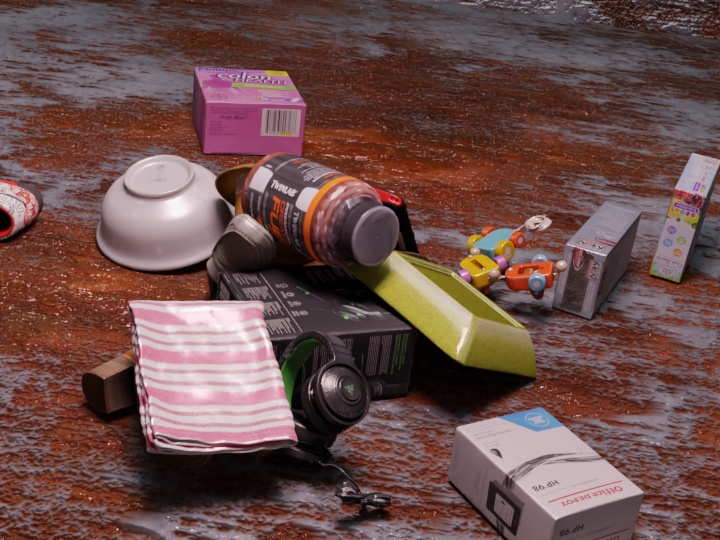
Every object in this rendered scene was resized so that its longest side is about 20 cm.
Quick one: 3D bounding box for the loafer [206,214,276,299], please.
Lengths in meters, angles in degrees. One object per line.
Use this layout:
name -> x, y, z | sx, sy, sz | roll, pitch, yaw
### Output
loafer -> -0.150, -0.010, 1.367 | 0.070, 0.200, 0.070 | 40, 68, 5

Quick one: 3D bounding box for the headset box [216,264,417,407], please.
headset box -> -0.050, 0.071, 1.302 | 0.199, 0.093, 0.174 | -4, 27, -24

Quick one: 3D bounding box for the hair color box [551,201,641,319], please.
hair color box -> 0.337, -0.018, 1.589 | 0.060, 0.099, 0.200 | 18, 27, 20

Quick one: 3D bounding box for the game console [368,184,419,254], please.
game console -> -0.006, -0.071, 1.532 | 0.176, 0.200, 0.031 | 16, 68, 19

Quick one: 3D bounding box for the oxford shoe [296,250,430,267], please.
oxford shoe -> 0.000, 0.000, 1.496 | 0.199, 0.072, 0.071 | -4, 23, -21

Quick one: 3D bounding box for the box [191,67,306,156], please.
box -> -0.203, -0.285, 1.999 | 0.175, 0.097, 0.200 | 0, 26, -15

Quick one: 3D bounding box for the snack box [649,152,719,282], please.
snack box -> 0.501, -0.084, 1.721 | 0.053, 0.143, 0.200 | 17, 26, 18

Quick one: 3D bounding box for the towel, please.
towel -> -0.149, 0.098, 1.109 | 0.146, 0.030, 0.200 | 1, 43, -20

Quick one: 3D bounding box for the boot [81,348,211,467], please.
boot -> -0.177, 0.123, 1.178 | 0.200, 0.074, 0.154 | 27, 33, 36

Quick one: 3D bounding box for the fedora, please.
fedora -> -0.108, -0.062, 1.477 | 0.200, 0.201, 0.082 | 12, 67, 9

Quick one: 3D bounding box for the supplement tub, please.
supplement tub -> -0.045, -0.067, 1.306 | 0.107, 0.107, 0.200 | -14, 26, -38

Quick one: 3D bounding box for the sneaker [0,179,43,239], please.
sneaker -> -0.549, -0.094, 1.539 | 0.200, 0.068, 0.108 | 11, 23, 0

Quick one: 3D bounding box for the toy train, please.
toy train -> 0.213, -0.006, 1.551 | 0.149, 0.056, 0.200 | -9, 24, 14

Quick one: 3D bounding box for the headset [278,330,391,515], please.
headset -> -0.030, 0.153, 1.127 | 0.094, 0.124, 0.200 | 18, 33, -32

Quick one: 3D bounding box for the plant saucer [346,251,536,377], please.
plant saucer -> 0.109, 0.044, 1.330 | 0.200, 0.048, 0.200 | 40, 14, 33

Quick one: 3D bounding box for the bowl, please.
bowl -> -0.269, -0.095, 1.535 | 0.200, 0.091, 0.202 | -1, 39, 1

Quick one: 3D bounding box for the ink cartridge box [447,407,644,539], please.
ink cartridge box -> 0.190, 0.220, 1.088 | 0.115, 0.067, 0.200 | -8, 29, -31
